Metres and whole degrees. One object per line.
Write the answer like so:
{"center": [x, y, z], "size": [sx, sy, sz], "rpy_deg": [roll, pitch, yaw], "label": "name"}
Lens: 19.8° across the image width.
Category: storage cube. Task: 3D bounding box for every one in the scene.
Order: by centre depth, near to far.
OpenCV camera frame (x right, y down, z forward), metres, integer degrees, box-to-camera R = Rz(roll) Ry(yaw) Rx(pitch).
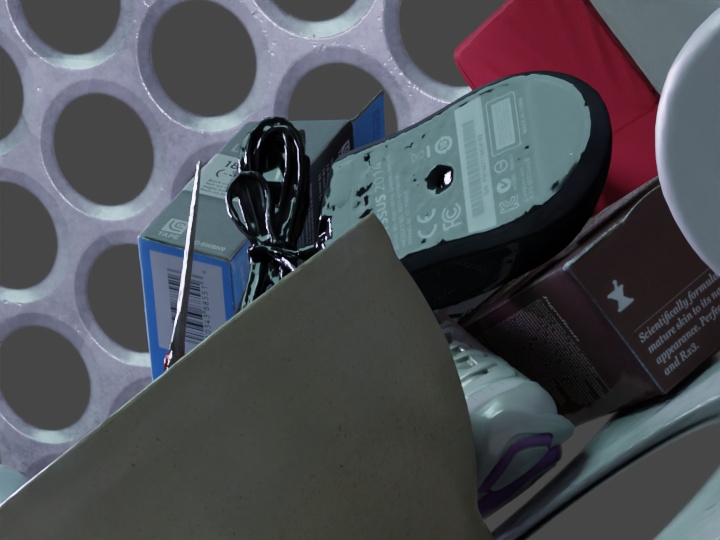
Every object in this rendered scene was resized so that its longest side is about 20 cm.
{"center": [0.181, -0.108, 1.041], "size": [0.199, 0.172, 0.180], "rpy_deg": [-33, 0, -15], "label": "storage cube"}

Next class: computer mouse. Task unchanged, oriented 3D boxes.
{"center": [0.032, -0.028, 0.942], "size": [0.199, 0.053, 0.139], "rpy_deg": [-18, 54, 27], "label": "computer mouse"}

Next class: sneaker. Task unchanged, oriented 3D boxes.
{"center": [0.034, 0.062, 0.925], "size": [0.075, 0.100, 0.200], "rpy_deg": [-33, 0, -9], "label": "sneaker"}

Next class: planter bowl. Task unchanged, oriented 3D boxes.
{"center": [-0.032, 0.092, 0.799], "size": [0.200, 0.135, 0.200], "rpy_deg": [-38, -1, -1], "label": "planter bowl"}

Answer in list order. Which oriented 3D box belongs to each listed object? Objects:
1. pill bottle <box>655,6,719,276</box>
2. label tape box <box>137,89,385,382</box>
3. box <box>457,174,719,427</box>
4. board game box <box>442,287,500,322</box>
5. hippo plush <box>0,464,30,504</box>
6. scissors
{"center": [0.186, -0.070, 0.721], "size": [0.114, 0.114, 0.200], "rpy_deg": [-38, 0, 35], "label": "pill bottle"}
{"center": [-0.052, -0.004, 1.206], "size": [0.200, 0.063, 0.145], "rpy_deg": [-52, -32, -49], "label": "label tape box"}
{"center": [0.118, 0.014, 0.946], "size": [0.100, 0.075, 0.200], "rpy_deg": [-38, -2, -16], "label": "box"}
{"center": [0.028, 0.040, 1.076], "size": [0.126, 0.035, 0.201], "rpy_deg": [-23, -37, -33], "label": "board game box"}
{"center": [-0.116, 0.145, 1.087], "size": [0.160, 0.160, 0.200], "rpy_deg": [-26, -24, -21], "label": "hippo plush"}
{"center": [-0.083, 0.054, 0.912], "size": [0.014, 0.202, 0.073], "rpy_deg": [7, 8, 8], "label": "scissors"}
